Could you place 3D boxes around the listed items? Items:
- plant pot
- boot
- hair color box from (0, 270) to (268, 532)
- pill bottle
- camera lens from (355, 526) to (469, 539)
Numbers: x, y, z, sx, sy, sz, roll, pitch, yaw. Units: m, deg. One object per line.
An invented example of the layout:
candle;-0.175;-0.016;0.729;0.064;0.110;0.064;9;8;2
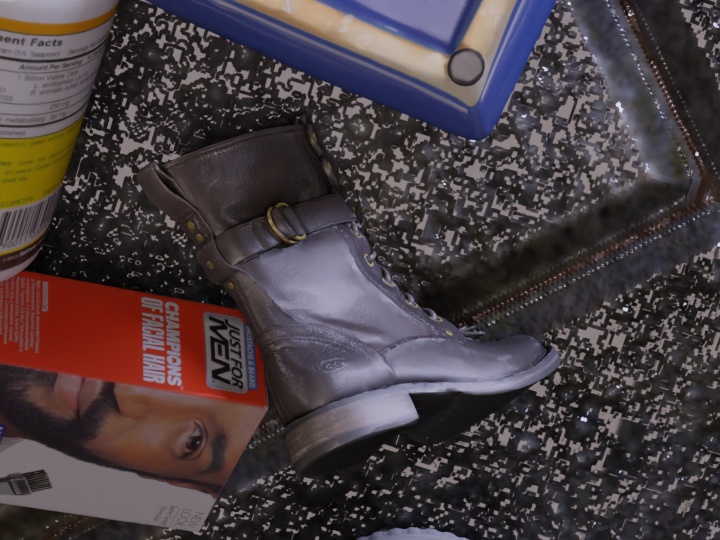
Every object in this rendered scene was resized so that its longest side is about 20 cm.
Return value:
plant pot;0.011;-0.177;0.916;0.199;0.180;0.201;23;102;-7
boot;0.000;0.000;1.001;0.069;0.200;0.175;-38;72;40
hair color box;-0.156;0.059;0.980;0.199;0.064;0.111;10;136;-20
pill bottle;-0.170;-0.099;0.901;0.109;0.109;0.201;19;121;-7
camera lens;0.030;0.228;1.003;0.159;0.200;0.161;0;104;-2
